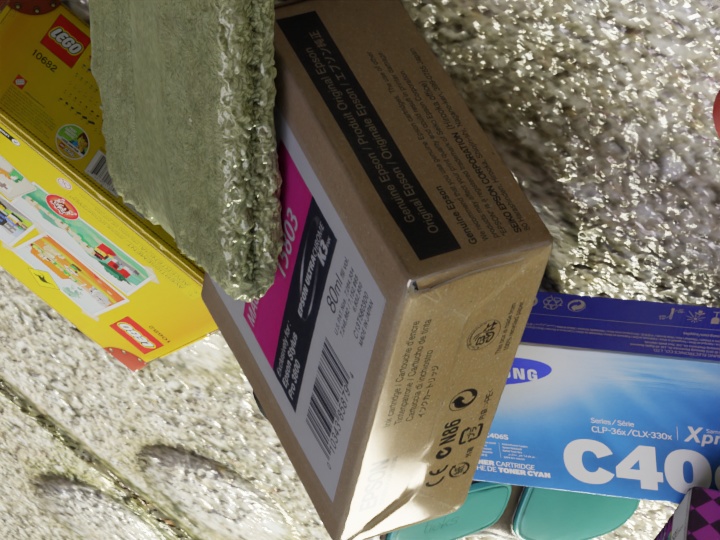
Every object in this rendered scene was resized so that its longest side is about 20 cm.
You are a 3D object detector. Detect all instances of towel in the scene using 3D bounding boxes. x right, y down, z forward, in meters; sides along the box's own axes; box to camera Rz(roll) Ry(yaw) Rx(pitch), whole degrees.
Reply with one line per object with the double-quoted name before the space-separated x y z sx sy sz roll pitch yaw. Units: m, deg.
"towel" -0.078 -0.097 0.978 0.148 0.036 0.201 40 139 49

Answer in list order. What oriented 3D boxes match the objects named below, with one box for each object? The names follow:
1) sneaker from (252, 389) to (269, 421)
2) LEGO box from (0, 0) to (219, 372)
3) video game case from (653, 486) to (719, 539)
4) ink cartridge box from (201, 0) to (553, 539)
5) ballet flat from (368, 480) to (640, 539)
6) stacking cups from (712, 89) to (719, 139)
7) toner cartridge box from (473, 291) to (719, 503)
"sneaker" 0.010 0.025 1.168 0.199 0.076 0.116 -6 130 33
"LEGO box" -0.149 -0.046 1.188 0.200 0.077 0.149 40 150 -16
"video game case" 0.243 0.163 1.103 0.199 0.036 0.181 11 159 1
"ink cartridge box" 0.000 0.000 1.000 0.165 0.075 0.201 58 152 32
"ballet flat" 0.070 0.110 1.184 0.199 0.070 0.069 0 176 -42
"stacking cups" 0.184 -0.101 0.818 0.060 0.061 0.200 33 156 -3
"toner cartridge box" 0.129 0.063 1.067 0.199 0.043 0.095 5 128 19
